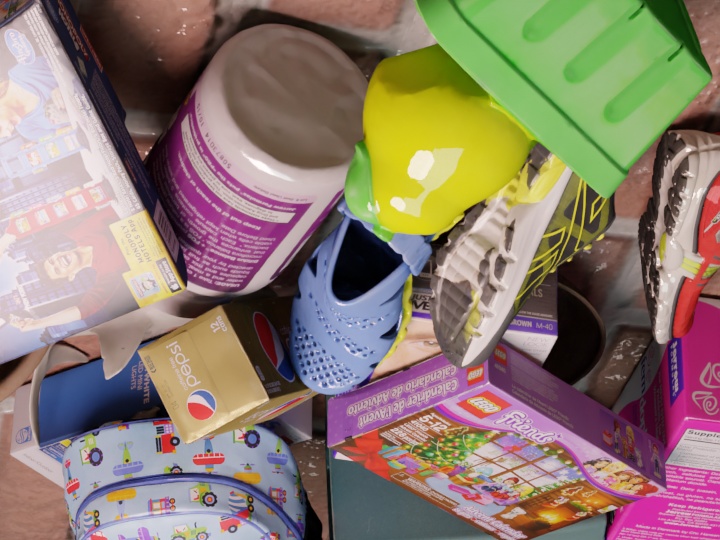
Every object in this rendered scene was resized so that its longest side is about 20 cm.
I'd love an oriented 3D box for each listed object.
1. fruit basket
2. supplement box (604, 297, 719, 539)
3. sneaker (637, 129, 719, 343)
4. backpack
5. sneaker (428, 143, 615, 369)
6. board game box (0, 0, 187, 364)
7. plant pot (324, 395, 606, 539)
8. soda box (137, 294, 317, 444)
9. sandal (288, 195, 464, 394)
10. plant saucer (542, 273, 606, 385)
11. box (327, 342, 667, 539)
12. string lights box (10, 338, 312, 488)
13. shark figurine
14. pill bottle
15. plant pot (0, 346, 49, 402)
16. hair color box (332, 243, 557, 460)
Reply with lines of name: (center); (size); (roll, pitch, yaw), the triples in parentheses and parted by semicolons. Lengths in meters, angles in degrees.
fruit basket: (0.068, -0.116, 1.482); (0.214, 0.156, 0.216); (-9, 140, -7)
supplement box: (0.245, 0.114, 1.899); (0.103, 0.102, 0.200); (8, 147, -10)
sneaker: (0.227, -0.017, 1.720); (0.084, 0.077, 0.200); (-2, 149, -5)
backpack: (-0.121, 0.189, 1.889); (0.181, 0.135, 0.200); (-4, 145, 7)
sneaker: (0.113, -0.022, 1.649); (0.084, 0.075, 0.201); (12, 114, -33)
board game box: (-0.230, -0.048, 1.573); (0.199, 0.062, 0.201); (-20, 115, 10)
plant pot: (0.076, 0.169, 1.961); (0.198, 0.142, 0.142); (-2, 148, -1)
soda box: (-0.073, 0.061, 1.721); (0.064, 0.068, 0.200); (-29, 175, 12)
sandal: (0.000, 0.000, 1.636); (0.079, 0.087, 0.201); (32, 126, 11)
plant saucer: (0.068, 0.035, 1.840); (0.199, 0.037, 0.201); (1, 147, 1)
box: (0.092, 0.117, 1.782); (0.136, 0.039, 0.200); (-24, 141, 33)
string lights box: (-0.143, 0.102, 1.930); (0.199, 0.059, 0.103); (-19, 143, 29)
shark figurine: (-0.175, 0.045, 1.818); (0.214, 0.090, 0.128); (-23, 139, 31)
pill bottle: (-0.076, -0.053, 1.631); (0.112, 0.113, 0.200); (14, 146, -20)
plant pot: (-0.306, 0.012, 1.693); (0.199, 0.202, 0.174); (16, 162, -23)
hair color box: (0.054, 0.062, 1.792); (0.108, 0.065, 0.200); (7, 146, -10)
